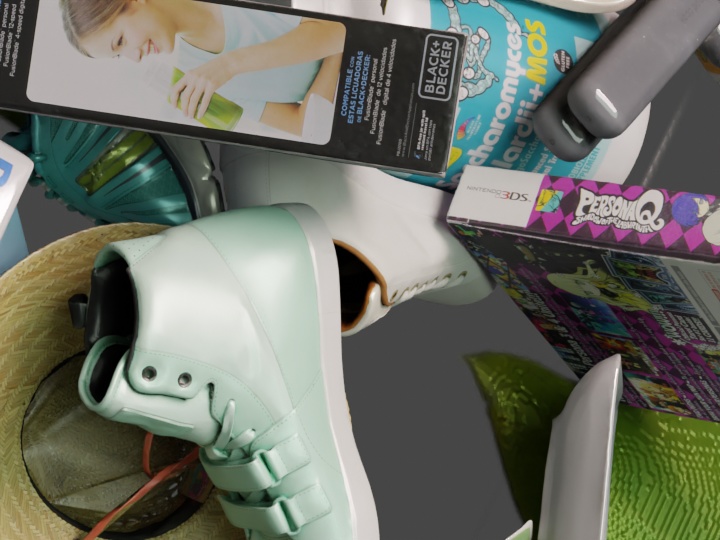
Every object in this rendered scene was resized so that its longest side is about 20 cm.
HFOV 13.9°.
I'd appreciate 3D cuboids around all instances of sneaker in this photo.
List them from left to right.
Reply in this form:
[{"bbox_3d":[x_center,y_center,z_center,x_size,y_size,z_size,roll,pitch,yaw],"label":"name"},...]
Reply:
[{"bbox_3d":[-0.117,-0.055,1.319,0.080,0.078,0.200,-27,97,-14],"label":"sneaker"},{"bbox_3d":[-0.062,0.077,1.221,0.118,0.074,0.201,-8,89,-34],"label":"sneaker"},{"bbox_3d":[0.000,0.000,1.357,0.200,0.073,0.085,24,56,-51],"label":"sneaker"}]

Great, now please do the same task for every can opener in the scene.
[{"bbox_3d":[0.156,-0.105,1.383,0.067,0.053,0.200,49,48,-7],"label":"can opener"}]

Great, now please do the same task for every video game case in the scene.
[{"bbox_3d":[0.159,0.020,1.385,0.200,0.181,0.036,47,58,-52],"label":"video game case"}]

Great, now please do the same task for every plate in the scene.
[{"bbox_3d":[0.099,0.149,1.395,0.032,0.200,0.200,6,81,6],"label":"plate"}]

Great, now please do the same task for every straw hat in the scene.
[{"bbox_3d":[-0.111,0.073,1.286,0.201,0.085,0.201,-3,96,-28],"label":"straw hat"}]

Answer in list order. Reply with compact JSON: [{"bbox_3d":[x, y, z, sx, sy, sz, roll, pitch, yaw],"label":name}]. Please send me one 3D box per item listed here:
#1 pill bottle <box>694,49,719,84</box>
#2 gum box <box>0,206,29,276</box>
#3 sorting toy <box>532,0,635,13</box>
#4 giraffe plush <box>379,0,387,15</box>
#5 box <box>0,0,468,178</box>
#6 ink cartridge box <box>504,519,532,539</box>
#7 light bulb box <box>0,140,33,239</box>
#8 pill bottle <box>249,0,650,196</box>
[{"bbox_3d":[0.205,-0.163,1.517,0.113,0.113,0.200,-46,112,-29],"label":"pill bottle"},{"bbox_3d":[-0.236,-0.053,1.239,0.170,0.045,0.200,-17,96,-36],"label":"gum box"},{"bbox_3d":[0.059,-0.202,1.383,0.200,0.107,0.180,5,57,-34],"label":"sorting toy"},{"bbox_3d":[-0.078,-0.192,1.245,0.162,0.173,0.200,0,50,-11],"label":"giraffe plush"},{"bbox_3d":[-0.059,-0.084,1.223,0.200,0.117,0.060,9,94,-1],"label":"box"},{"bbox_3d":[-0.008,0.201,1.330,0.200,0.048,0.146,-35,142,-34],"label":"ink cartridge box"},{"bbox_3d":[-0.260,0.008,1.090,0.200,0.125,0.198,30,60,-19],"label":"light bulb box"},{"bbox_3d":[0.031,-0.092,1.389,0.200,0.111,0.111,12,79,-33],"label":"pill bottle"}]
